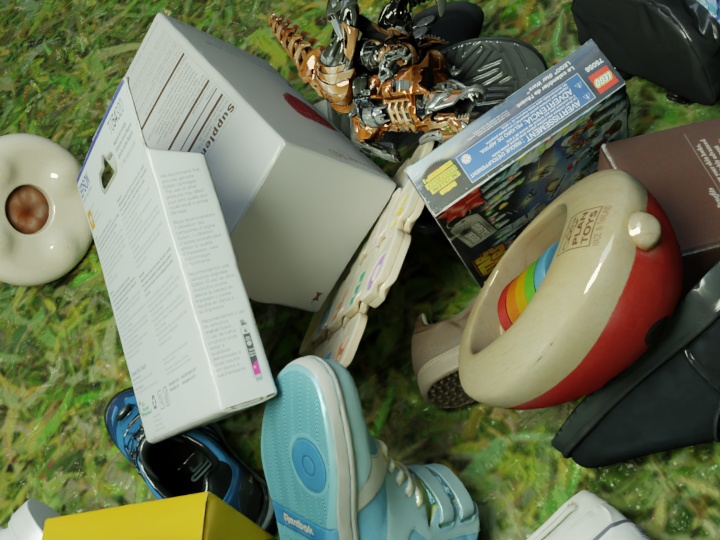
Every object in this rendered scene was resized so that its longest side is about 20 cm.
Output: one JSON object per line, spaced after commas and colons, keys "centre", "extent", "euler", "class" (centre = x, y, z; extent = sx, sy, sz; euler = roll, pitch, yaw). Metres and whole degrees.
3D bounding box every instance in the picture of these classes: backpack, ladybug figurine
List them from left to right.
{"centre": [0.120, 0.019, 0.582], "extent": [0.071, 0.200, 0.137], "euler": [27, 67, -5], "class": "ladybug figurine"}
{"centre": [0.276, -0.245, 0.777], "extent": [0.199, 0.155, 0.163], "euler": [-32, 40, -10], "class": "backpack"}

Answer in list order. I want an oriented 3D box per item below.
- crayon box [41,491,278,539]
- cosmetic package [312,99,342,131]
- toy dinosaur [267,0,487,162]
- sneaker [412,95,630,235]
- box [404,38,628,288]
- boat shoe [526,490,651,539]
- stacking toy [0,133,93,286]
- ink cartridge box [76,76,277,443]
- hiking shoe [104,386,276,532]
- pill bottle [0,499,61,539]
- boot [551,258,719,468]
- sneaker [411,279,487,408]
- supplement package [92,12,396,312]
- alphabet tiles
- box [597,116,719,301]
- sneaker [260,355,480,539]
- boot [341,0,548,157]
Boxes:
{"centre": [-0.113, 0.195, 0.644], "extent": [0.125, 0.200, 0.051], "euler": [-13, 52, 22], "class": "crayon box"}
{"centre": [-0.095, -0.056, 0.896], "extent": [0.198, 0.071, 0.106], "euler": [-21, 52, 17], "class": "cosmetic package"}
{"centre": [0.005, -0.154, 0.714], "extent": [0.198, 0.102, 0.137], "euler": [21, 105, 16], "class": "toy dinosaur"}
{"centre": [0.113, -0.077, 0.772], "extent": [0.199, 0.075, 0.085], "euler": [-28, 15, 22], "class": "sneaker"}
{"centre": [0.115, -0.058, 0.688], "extent": [0.136, 0.200, 0.040], "euler": [-34, 69, 5], "class": "box"}
{"centre": [0.084, 0.211, 0.605], "extent": [0.200, 0.072, 0.066], "euler": [-44, 43, -5], "class": "boat shoe"}
{"centre": [-0.374, -0.059, 1.049], "extent": [0.199, 0.146, 0.147], "euler": [0, 57, 50], "class": "stacking toy"}
{"centre": [-0.127, 0.003, 0.661], "extent": [0.043, 0.196, 0.203], "euler": [-13, 82, -26], "class": "ink cartridge box"}
{"centre": [-0.142, 0.133, 0.781], "extent": [0.199, 0.087, 0.075], "euler": [27, 74, 40], "class": "hiking shoe"}
{"centre": [-0.294, 0.269, 0.761], "extent": [0.200, 0.111, 0.111], "euler": [-46, 48, -7], "class": "pill bottle"}
{"centre": [0.216, 0.105, 0.582], "extent": [0.168, 0.201, 0.076], "euler": [47, 48, 15], "class": "boot"}
{"centre": [0.122, 0.022, 0.713], "extent": [0.198, 0.071, 0.076], "euler": [-25, 48, 13], "class": "sneaker"}
{"centre": [-0.092, -0.081, 0.765], "extent": [0.200, 0.121, 0.120], "euler": [47, 111, 38], "class": "supplement package"}
{"centre": [0.000, 0.000, 0.750], "extent": [0.198, 0.014, 0.200], "euler": [-69, 10, -23], "class": "alphabet tiles"}
{"centre": [0.257, -0.043, 0.637], "extent": [0.197, 0.075, 0.101], "euler": [-12, 50, -4], "class": "box"}
{"centre": [0.013, 0.129, 0.632], "extent": [0.130, 0.203, 0.079], "euler": [-21, 27, -34], "class": "sneaker"}
{"centre": [0.080, -0.171, 0.832], "extent": [0.163, 0.066, 0.200], "euler": [-12, 23, 21], "class": "boot"}
